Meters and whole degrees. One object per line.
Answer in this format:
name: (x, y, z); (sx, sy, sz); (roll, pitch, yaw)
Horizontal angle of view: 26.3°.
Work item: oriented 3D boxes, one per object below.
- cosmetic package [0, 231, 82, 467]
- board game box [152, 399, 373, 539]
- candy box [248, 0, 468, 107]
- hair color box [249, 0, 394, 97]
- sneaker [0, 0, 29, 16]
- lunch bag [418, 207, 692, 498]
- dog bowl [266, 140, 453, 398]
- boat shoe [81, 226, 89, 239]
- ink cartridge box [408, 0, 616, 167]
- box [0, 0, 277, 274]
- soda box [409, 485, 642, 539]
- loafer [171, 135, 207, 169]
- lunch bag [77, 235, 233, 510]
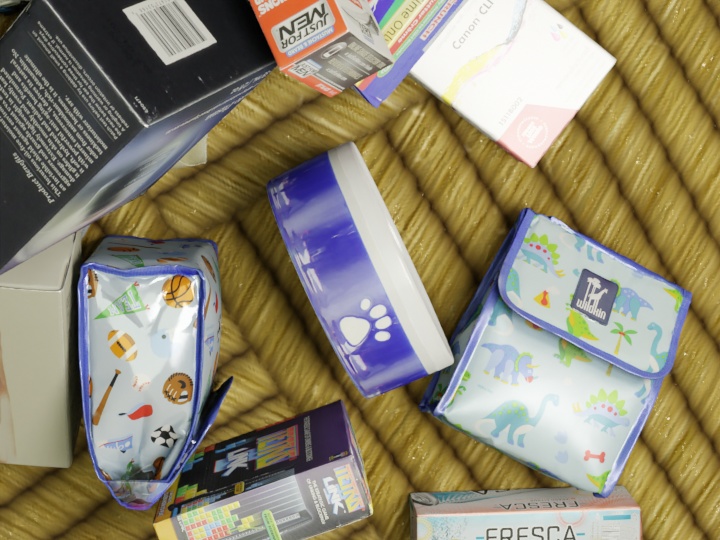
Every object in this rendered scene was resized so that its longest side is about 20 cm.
cosmetic package: (-0.273, 0.056, 1.255); (0.087, 0.103, 0.200); (5, 129, -3)
board game box: (-0.079, 0.178, 1.279); (0.165, 0.200, 0.057); (-21, 98, -1)
candy box: (-0.012, -0.260, 1.239); (0.200, 0.077, 0.169); (41, 95, 15)
hair color box: (-0.055, -0.238, 1.152); (0.064, 0.111, 0.200); (-28, 77, 15)
sneaker: (-0.328, -0.244, 1.263); (0.200, 0.075, 0.087); (-15, 94, -1)
lunch bag: (0.171, 0.069, 1.320); (0.170, 0.127, 0.200); (28, 84, -5)
dog bowl: (0.000, 0.000, 1.254); (0.079, 0.200, 0.200); (-24, 100, 3)
boat shoe: (-0.247, -0.095, 1.298); (0.071, 0.072, 0.200); (21, 87, 1)
ink cartridge box: (0.098, -0.193, 1.295); (0.200, 0.067, 0.117); (36, 96, -7)
box: (-0.192, -0.121, 1.131); (0.198, 0.200, 0.123); (-38, 91, 35)
soda box: (0.145, 0.232, 1.367); (0.200, 0.068, 0.064); (-1, 99, -4)
loafer: (-0.135, -0.164, 1.266); (0.068, 0.076, 0.200); (7, 133, -21)
lunch bag: (-0.169, 0.081, 1.275); (0.124, 0.170, 0.200); (3, 98, -1)
